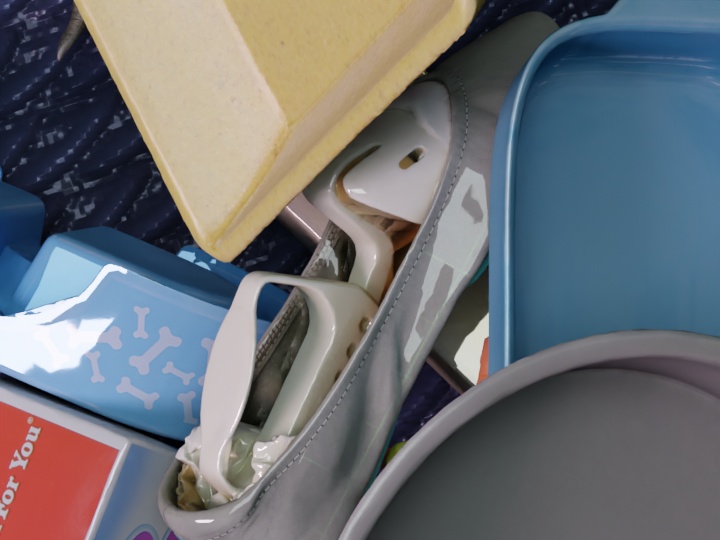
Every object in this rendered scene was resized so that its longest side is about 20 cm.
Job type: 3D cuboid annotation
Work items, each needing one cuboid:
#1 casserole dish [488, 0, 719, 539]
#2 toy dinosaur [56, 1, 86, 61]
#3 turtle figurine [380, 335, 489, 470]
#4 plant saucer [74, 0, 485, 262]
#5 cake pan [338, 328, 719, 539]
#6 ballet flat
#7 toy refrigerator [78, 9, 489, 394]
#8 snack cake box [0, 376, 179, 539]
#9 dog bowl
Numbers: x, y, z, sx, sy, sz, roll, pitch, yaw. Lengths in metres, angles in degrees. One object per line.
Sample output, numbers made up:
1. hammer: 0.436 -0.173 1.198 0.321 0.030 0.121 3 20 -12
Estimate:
1. casserole dish: 0.089 0.016 0.699 0.120 0.039 0.202 0 89 -23
2. toy dinosaur: -0.112 -0.179 0.813 0.076 0.102 0.202 11 80 -22
3. turtle figurine: 0.002 0.124 0.748 0.160 0.064 0.202 -5 79 41
4. plant saucer: -0.036 -0.126 0.661 0.048 0.200 0.201 -24 83 -29
5. cake pan: 0.068 0.115 0.650 0.198 0.037 0.202 -2 96 -22
6. ballet flat: 0.000 0.000 0.718 0.063 0.067 0.201 30 83 -31
7. toy refrigerator: 0.002 -0.038 0.802 0.200 0.076 0.070 44 86 9
8. snack cake box: -0.136 0.136 0.765 0.114 0.067 0.202 18 85 32
9. dog bowl: -0.112 0.002 0.790 0.199 0.111 0.050 22 96 7
